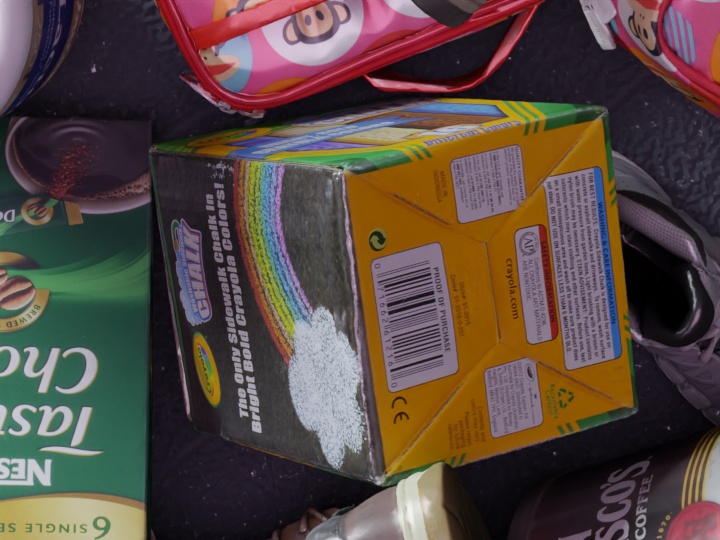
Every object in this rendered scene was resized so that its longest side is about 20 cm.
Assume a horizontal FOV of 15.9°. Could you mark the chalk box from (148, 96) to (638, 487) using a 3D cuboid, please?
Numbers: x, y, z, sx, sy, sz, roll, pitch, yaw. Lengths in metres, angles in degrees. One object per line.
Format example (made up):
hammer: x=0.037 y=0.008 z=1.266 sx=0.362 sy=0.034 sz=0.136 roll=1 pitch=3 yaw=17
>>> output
chalk box: x=0.000 y=0.000 z=1.034 sx=0.124 sy=0.200 sz=0.125 roll=-13 pitch=103 yaw=-29

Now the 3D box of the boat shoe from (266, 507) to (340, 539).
boat shoe: x=-0.014 y=0.135 z=1.104 sx=0.200 sy=0.076 sz=0.072 roll=10 pitch=91 yaw=-4

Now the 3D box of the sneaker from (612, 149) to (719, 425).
sneaker: x=0.148 y=0.027 z=1.052 sx=0.200 sy=0.116 sz=0.075 roll=34 pitch=99 yaw=-3

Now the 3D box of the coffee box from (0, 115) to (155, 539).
coffee box: x=-0.142 y=0.030 z=1.039 sx=0.123 sy=0.044 sz=0.200 roll=2 pitch=61 yaw=-5

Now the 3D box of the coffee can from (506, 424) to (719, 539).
coffee can: x=0.179 y=0.124 z=1.017 sx=0.200 sy=0.146 sz=0.147 roll=-21 pitch=99 yaw=32

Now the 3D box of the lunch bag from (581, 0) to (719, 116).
lunch bag: x=0.182 y=-0.150 z=0.999 sx=0.176 sy=0.082 sz=0.200 roll=28 pitch=97 yaw=-31

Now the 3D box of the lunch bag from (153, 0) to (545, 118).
lunch bag: x=0.005 y=-0.152 z=1.049 sx=0.200 sy=0.082 sz=0.176 roll=-22 pitch=103 yaw=4

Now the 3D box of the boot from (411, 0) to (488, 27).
boot: x=0.036 y=-0.210 z=0.929 sx=0.154 sy=0.073 sz=0.204 roll=-32 pitch=89 yaw=17

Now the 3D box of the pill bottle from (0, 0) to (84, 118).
pill bottle: x=-0.169 y=-0.108 z=0.999 sx=0.115 sy=0.200 sz=0.116 roll=1 pitch=101 yaw=3

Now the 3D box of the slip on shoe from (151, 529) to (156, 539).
slip on shoe: x=-0.161 y=0.081 z=1.074 sx=0.200 sy=0.061 sz=0.074 roll=46 pitch=105 yaw=13

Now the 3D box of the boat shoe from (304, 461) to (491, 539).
boat shoe: x=0.018 y=0.123 z=0.981 sx=0.066 sy=0.201 sz=0.072 roll=-9 pitch=68 yaw=5
